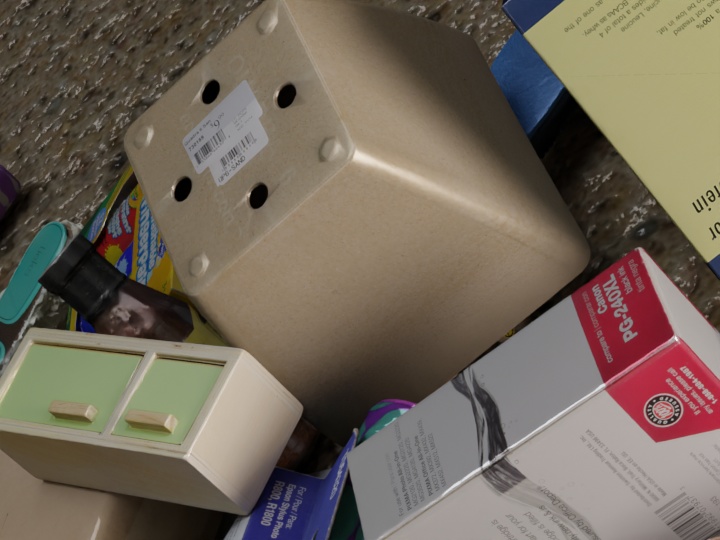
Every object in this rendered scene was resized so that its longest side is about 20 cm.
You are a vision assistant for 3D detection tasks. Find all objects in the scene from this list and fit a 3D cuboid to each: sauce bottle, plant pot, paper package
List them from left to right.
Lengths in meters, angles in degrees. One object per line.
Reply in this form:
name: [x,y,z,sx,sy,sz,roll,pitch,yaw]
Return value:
paper package: [-0.198,0.202,1.459,0.190,0.103,0.201,-8,54,43]
sauce bottle: [-0.116,0.056,1.445,0.066,0.200,0.066,-46,8,8]
plant pot: [-0.020,-0.044,1.345,0.200,0.177,0.200,-40,53,19]

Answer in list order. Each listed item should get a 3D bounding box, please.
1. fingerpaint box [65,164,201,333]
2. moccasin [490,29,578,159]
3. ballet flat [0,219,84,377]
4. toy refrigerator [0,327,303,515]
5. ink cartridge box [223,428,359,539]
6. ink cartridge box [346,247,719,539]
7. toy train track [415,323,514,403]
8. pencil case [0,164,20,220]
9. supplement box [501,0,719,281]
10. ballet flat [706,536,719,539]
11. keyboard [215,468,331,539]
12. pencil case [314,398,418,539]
fingerpaint box: [-0.140,0.005,1.588,0.167,0.073,0.201,-48,28,36]
moccasin: [0.144,-0.142,1.490,0.080,0.068,0.201,13,66,43]
ballet flat: [-0.258,0.055,1.718,0.200,0.072,0.072,-52,35,-4]
toy refrigerator: [-0.136,0.085,1.357,0.199,0.070,0.076,5,58,44]
ink cartridge box: [-0.076,0.203,1.278,0.200,0.043,0.197,-61,5,31]
ink cartridge box: [0.112,0.105,1.200,0.200,0.145,0.084,-35,37,15]
toy train track: [0.077,0.021,1.430,0.114,0.033,0.201,-25,33,42]
pencil case: [-0.365,-0.018,1.887,0.084,0.086,0.200,9,61,48]
supplement box: [0.215,-0.137,1.255,0.200,0.200,0.134,-39,7,12]
ballet flat: [0.240,0.138,1.102,0.199,0.067,0.068,-24,39,29]
keyboard: [-0.062,0.160,1.455,0.199,0.011,0.056,-17,39,35]
pencil case: [0.008,0.173,1.297,0.092,0.085,0.201,-21,39,57]
